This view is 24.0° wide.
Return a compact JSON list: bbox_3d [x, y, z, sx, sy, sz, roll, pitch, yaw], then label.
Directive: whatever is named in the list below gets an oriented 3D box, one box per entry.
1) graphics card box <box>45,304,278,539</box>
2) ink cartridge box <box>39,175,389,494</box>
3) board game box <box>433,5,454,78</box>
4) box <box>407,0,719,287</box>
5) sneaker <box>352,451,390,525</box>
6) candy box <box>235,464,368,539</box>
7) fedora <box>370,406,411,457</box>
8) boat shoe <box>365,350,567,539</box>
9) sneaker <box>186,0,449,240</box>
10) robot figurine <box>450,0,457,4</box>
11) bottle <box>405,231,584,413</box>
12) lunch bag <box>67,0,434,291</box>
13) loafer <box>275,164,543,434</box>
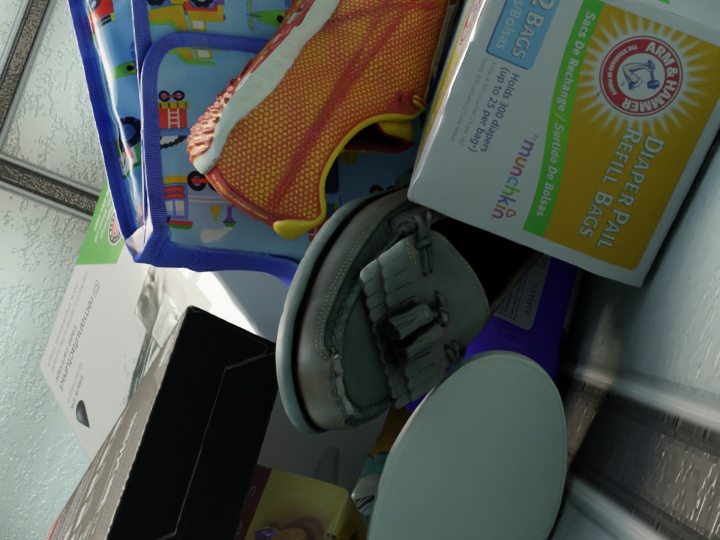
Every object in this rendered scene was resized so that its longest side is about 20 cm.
[{"bbox_3d":[-0.099,0.120,0.698,0.200,0.050,0.126,-55,14,46],"label":"graphics card box"},{"bbox_3d":[-0.078,0.049,0.857,0.200,0.082,0.148,48,121,48],"label":"ink cartridge box"},{"bbox_3d":[0.076,-0.140,1.004,0.034,0.133,0.202,-84,14,-79],"label":"board game box"},{"bbox_3d":[0.092,-0.098,0.712,0.201,0.100,0.113,-74,5,-61],"label":"box"},{"bbox_3d":[-0.012,0.192,0.949,0.087,0.077,0.201,-84,10,-47],"label":"sneaker"},{"bbox_3d":[-0.027,0.180,0.752,0.201,0.056,0.118,66,-139,-58],"label":"candy box"},{"bbox_3d":[0.029,0.057,1.035,0.201,0.081,0.202,-156,90,-90],"label":"fedora"},{"bbox_3d":[0.028,0.123,0.693,0.064,0.070,0.202,-90,19,-79],"label":"boat shoe"},{"bbox_3d":[0.003,-0.094,0.727,0.201,0.077,0.073,-55,13,-25],"label":"sneaker"},{"bbox_3d":[0.103,-0.207,0.830,0.144,0.058,0.201,13,-58,-50],"label":"robot figurine"},{"bbox_3d":[0.076,-0.019,0.810,0.084,0.065,0.202,127,165,-58],"label":"bottle"},{"bbox_3d":[-0.044,-0.073,0.775,0.094,0.149,0.202,-44,50,50],"label":"lunch bag"},{"bbox_3d":[0.030,-0.001,0.668,0.200,0.062,0.073,-48,-49,-57],"label":"loafer"}]
